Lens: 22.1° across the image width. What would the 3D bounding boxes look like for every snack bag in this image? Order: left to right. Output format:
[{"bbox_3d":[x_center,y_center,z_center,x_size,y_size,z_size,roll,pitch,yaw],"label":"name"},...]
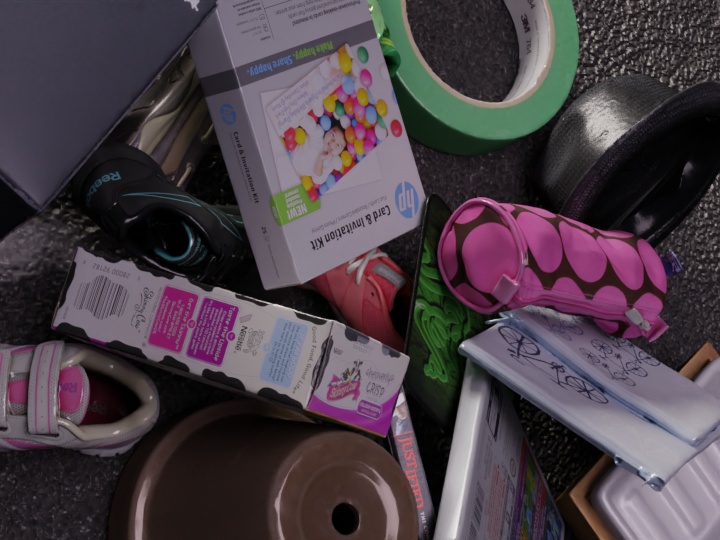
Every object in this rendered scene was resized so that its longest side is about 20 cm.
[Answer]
[{"bbox_3d":[0.177,0.082,1.376,0.188,0.022,0.200,35,22,17],"label":"snack bag"}]

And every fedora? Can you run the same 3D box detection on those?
[{"bbox_3d":[0.210,-0.090,1.501,0.199,0.202,0.092,-21,52,-33],"label":"fedora"}]

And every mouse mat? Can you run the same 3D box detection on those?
[{"bbox_3d":[0.082,0.057,1.379,0.200,0.007,0.162,47,44,-48],"label":"mouse mat"}]

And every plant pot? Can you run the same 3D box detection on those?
[{"bbox_3d":[-0.049,0.175,1.245,0.198,0.174,0.202,9,72,-28],"label":"plant pot"}]

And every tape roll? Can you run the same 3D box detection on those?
[{"bbox_3d":[0.085,-0.197,1.495,0.199,0.048,0.203,8,73,-28],"label":"tape roll"}]

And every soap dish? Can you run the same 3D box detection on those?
[{"bbox_3d":[0.257,0.181,1.477,0.200,0.081,0.158,-41,99,-32],"label":"soap dish"}]

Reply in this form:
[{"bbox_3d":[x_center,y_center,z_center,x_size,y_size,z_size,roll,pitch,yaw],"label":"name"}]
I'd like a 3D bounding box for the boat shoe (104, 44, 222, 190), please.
[{"bbox_3d":[-0.122,-0.114,1.346,0.073,0.074,0.201,48,68,-26],"label":"boat shoe"}]

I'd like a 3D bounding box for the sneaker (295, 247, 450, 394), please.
[{"bbox_3d":[0.000,0.000,1.370,0.074,0.087,0.201,-43,100,-32],"label":"sneaker"}]

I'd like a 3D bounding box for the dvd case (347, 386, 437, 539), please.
[{"bbox_3d":[0.028,0.170,1.310,0.022,0.146,0.202,-14,83,-12],"label":"dvd case"}]

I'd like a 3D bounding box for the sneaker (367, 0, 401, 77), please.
[{"bbox_3d":[-0.005,-0.180,1.402,0.074,0.083,0.202,25,73,-70],"label":"sneaker"}]

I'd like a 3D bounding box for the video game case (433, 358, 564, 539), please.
[{"bbox_3d":[0.103,0.191,1.328,0.201,0.023,0.183,-75,146,-52],"label":"video game case"}]

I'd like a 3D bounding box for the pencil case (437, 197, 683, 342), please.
[{"bbox_3d":[0.148,0.003,1.370,0.199,0.091,0.094,9,49,-45],"label":"pencil case"}]

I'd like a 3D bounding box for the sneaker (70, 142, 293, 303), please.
[{"bbox_3d":[-0.117,-0.014,1.284,0.199,0.079,0.076,29,106,-40],"label":"sneaker"}]

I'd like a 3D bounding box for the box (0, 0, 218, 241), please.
[{"bbox_3d":[-0.224,-0.120,1.205,0.123,0.198,0.201,43,60,-13],"label":"box"}]

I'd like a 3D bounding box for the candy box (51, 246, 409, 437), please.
[{"bbox_3d":[-0.084,0.049,1.218,0.136,0.198,0.062,29,77,-64],"label":"candy box"}]

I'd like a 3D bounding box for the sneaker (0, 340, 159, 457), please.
[{"bbox_3d":[-0.219,0.080,1.219,0.198,0.088,0.082,1,77,-30],"label":"sneaker"}]

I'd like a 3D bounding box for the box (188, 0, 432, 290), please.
[{"bbox_3d":[-0.036,-0.106,1.292,0.155,0.041,0.202,-26,103,-47],"label":"box"}]
